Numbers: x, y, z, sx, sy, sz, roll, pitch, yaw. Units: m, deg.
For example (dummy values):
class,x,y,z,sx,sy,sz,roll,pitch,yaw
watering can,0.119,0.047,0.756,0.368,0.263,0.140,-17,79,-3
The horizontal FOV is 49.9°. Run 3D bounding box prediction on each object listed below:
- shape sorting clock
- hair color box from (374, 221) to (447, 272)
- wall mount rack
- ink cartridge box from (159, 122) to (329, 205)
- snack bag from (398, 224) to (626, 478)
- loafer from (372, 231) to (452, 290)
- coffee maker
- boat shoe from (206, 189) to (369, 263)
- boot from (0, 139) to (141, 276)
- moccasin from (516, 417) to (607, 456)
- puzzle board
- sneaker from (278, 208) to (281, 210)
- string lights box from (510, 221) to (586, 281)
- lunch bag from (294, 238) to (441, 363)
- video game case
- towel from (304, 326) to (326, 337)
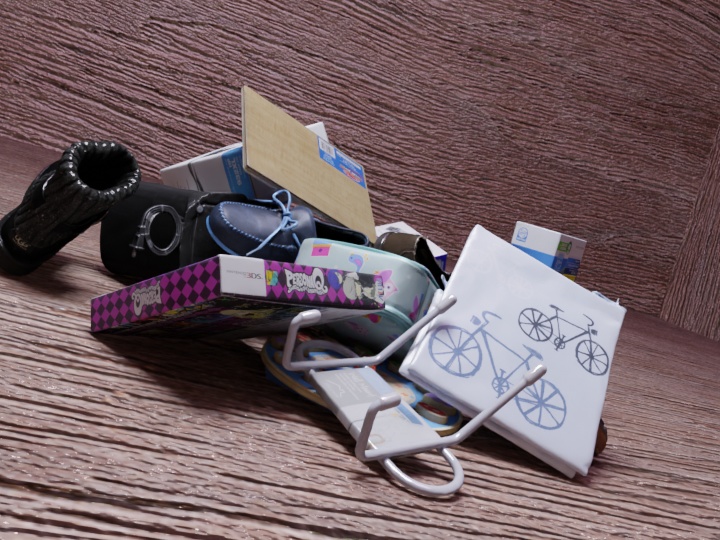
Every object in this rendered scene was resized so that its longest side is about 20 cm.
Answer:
class,x,y,z,sx,sy,sz,roll,pitch,yaw
shape sorting clock,0.002,0.101,0.721,0.197,0.040,0.200,16,6,-2
hair color box,0.000,0.000,0.989,0.197,0.066,0.109,-14,32,-28
wall mount rack,0.040,0.082,0.616,0.172,0.076,0.200,-1,29,-37
ink cartridge box,-0.150,-0.127,1.034,0.198,0.085,0.144,-3,20,46
snack bag,0.150,0.064,0.728,0.187,0.201,0.021,29,-36,0
loafer,0.087,0.040,0.921,0.071,0.073,0.201,-12,-60,47
coffee maker,-0.218,-0.048,0.898,0.198,0.137,0.192,9,-19,42
boat shoe,-0.074,-0.047,0.841,0.198,0.069,0.085,9,49,-47
boot,-0.299,-0.093,0.837,0.079,0.157,0.212,43,27,-22
moccasin,0.146,0.124,0.747,0.200,0.078,0.074,32,-12,-8
puzzle board,-0.062,-0.119,0.921,0.199,0.017,0.152,31,34,-35
sneaker,-0.091,-0.005,1.079,0.078,0.091,0.199,-18,-34,34
string lights box,0.198,0.051,0.914,0.058,0.203,0.102,19,8,32
lunch bag,0.013,0.044,0.826,0.158,0.078,0.200,12,-21,27
video game case,-0.109,0.030,0.680,0.198,0.036,0.180,-15,-15,43
towel,-0.057,0.057,1.038,0.143,0.023,0.199,11,9,-45
